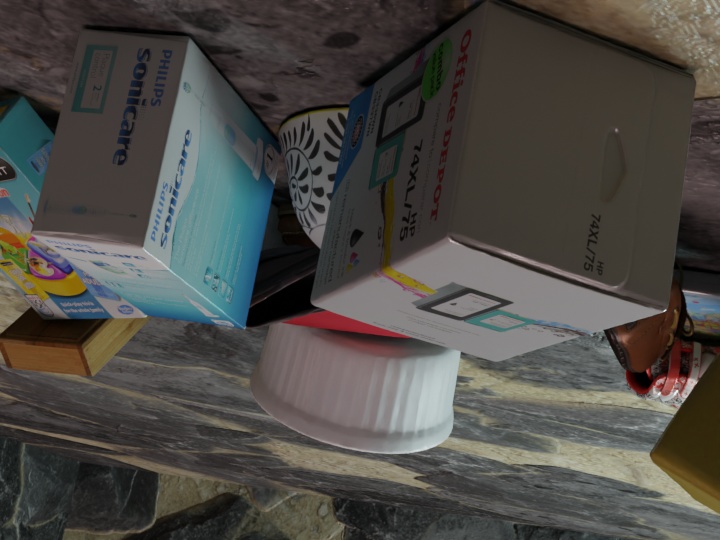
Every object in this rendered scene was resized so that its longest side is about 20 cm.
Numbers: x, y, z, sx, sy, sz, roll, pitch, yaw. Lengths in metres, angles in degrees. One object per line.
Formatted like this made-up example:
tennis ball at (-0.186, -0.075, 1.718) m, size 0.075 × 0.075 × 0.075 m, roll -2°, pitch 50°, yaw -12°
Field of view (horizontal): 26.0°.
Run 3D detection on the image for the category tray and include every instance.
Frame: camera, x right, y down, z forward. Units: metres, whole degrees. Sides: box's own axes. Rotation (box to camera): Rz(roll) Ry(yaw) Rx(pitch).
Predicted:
tray at (-0.230, 0.022, 1.417) m, size 0.098 × 0.200 × 0.037 m, roll 2°, pitch 123°, yaw 30°

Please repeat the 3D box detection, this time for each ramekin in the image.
ramekin at (0.001, 0.083, 1.474) m, size 0.199 × 0.099 × 0.201 m, roll 11°, pitch -161°, yaw -4°

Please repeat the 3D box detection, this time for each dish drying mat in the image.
dish drying mat at (-0.050, 0.031, 1.343) m, size 0.198 × 0.018 × 0.077 m, roll 6°, pitch 160°, yaw -1°

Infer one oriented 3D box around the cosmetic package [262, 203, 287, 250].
cosmetic package at (-0.116, -0.024, 1.354) m, size 0.101 × 0.075 × 0.200 m, roll 2°, pitch 161°, yaw 31°

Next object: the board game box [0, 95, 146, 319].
board game box at (-0.267, -0.044, 1.273) m, size 0.150 × 0.047 × 0.200 m, roll -3°, pitch 133°, yaw 45°

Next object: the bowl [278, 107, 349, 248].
bowl at (0.029, -0.038, 1.138) m, size 0.199 × 0.095 × 0.201 m, roll 10°, pitch 166°, yaw 2°

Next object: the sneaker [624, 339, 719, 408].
sneaker at (0.327, 0.096, 1.393) m, size 0.107 × 0.068 × 0.201 m, roll 16°, pitch 168°, yaw -31°

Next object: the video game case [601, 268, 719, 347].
video game case at (0.256, 0.030, 1.371) m, size 0.198 × 0.022 × 0.182 m, roll 8°, pitch 165°, yaw 14°

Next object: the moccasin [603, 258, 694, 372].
moccasin at (0.225, 0.031, 1.216) m, size 0.077 × 0.074 × 0.201 m, roll -25°, pitch 162°, yaw 6°

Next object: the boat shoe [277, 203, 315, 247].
boat shoe at (0.000, 0.000, 1.359) m, size 0.072 × 0.069 × 0.199 m, roll -2°, pitch 161°, yaw 42°

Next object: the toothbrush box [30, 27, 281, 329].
toothbrush box at (-0.134, -0.058, 1.080) m, size 0.085 × 0.148 × 0.200 m, roll 7°, pitch 166°, yaw 16°

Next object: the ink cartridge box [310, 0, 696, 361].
ink cartridge box at (0.082, -0.045, 0.943) m, size 0.145 × 0.148 × 0.200 m, roll 17°, pitch 162°, yaw -20°

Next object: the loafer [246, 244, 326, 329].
loafer at (-0.011, 0.006, 1.257) m, size 0.198 × 0.063 × 0.072 m, roll -15°, pitch 123°, yaw 10°

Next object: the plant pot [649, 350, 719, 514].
plant pot at (0.374, 0.139, 1.197) m, size 0.200 × 0.196 × 0.194 m, roll 36°, pitch 179°, yaw 29°
